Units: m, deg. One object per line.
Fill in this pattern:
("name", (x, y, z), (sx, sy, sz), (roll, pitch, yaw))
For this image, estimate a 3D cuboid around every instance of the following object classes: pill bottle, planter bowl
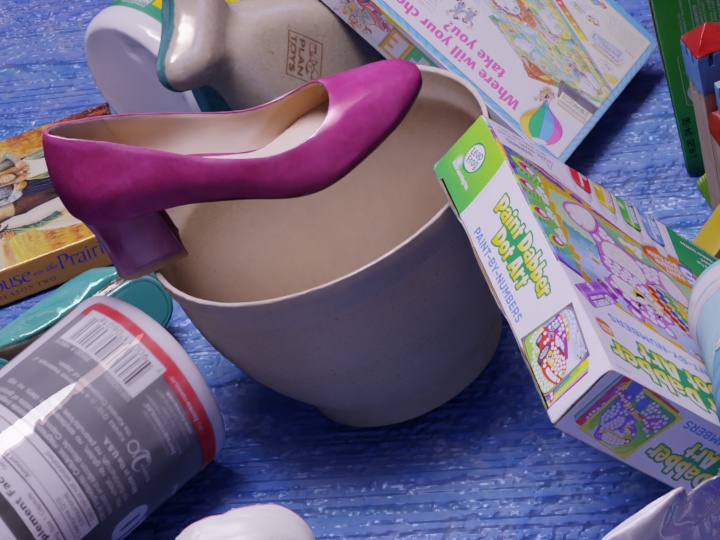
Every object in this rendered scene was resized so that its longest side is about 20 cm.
("pill bottle", (-0.179, 0.114, 1.212), (0.114, 0.114, 0.200), (24, 55, 41))
("pill bottle", (-0.080, -0.178, 1.531), (0.113, 0.113, 0.200), (21, 53, 39))
("planter bowl", (0.000, 0.000, 1.255), (0.200, 0.135, 0.200), (-18, 34, 13))

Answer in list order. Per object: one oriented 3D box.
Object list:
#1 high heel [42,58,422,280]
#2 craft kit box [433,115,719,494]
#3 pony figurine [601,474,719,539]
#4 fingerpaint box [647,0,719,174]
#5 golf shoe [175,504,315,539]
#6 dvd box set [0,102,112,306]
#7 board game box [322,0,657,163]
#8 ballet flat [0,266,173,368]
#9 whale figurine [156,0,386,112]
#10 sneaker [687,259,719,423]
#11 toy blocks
("high heel", (-0.067, -0.081, 1.202), (0.200, 0.096, 0.067), (-27, 33, 1))
("craft kit box", (0.143, 0.033, 1.118), (0.049, 0.200, 0.198), (-45, 39, 23))
("pony figurine", (0.115, 0.196, 0.990), (0.193, 0.167, 0.200), (-26, 54, 1))
("fingerpaint box", (0.208, -0.188, 1.360), (0.073, 0.200, 0.167), (-9, 39, 13))
("golf shoe", (-0.108, 0.187, 1.132), (0.200, 0.075, 0.092), (-23, 42, -5))
("dvd box set", (-0.240, -0.030, 1.481), (0.200, 0.029, 0.146), (-20, 38, -4))
("board game box", (0.075, -0.162, 1.409), (0.200, 0.034, 0.134), (42, 56, -2))
("ballet flat", (-0.200, 0.062, 1.337), (0.200, 0.067, 0.070), (-34, 17, -20))
("whale figurine", (-0.068, -0.119, 1.397), (0.104, 0.200, 0.159), (-7, 74, 36))
("sneaker", (0.250, 0.049, 1.024), (0.200, 0.080, 0.131), (-3, 31, 8))
("toy blocks", (0.231, -0.052, 1.235), (0.100, 0.137, 0.200), (-20, 38, -3))
